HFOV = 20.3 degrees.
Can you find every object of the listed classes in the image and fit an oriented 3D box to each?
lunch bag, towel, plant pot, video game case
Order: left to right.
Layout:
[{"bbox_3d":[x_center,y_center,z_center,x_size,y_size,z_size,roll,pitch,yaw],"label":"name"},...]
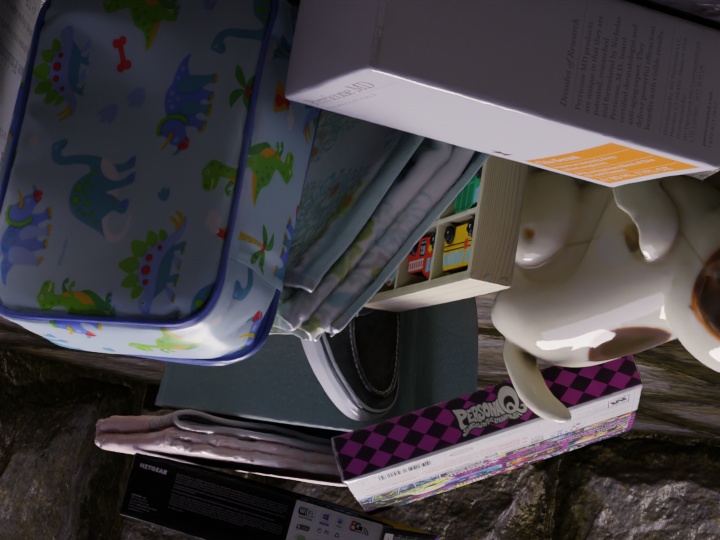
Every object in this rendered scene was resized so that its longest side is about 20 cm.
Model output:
[{"bbox_3d":[-0.109,-0.056,1.041,0.160,0.201,0.082,2,163,25],"label":"lunch bag"},{"bbox_3d":[-0.080,0.134,1.505,0.199,0.032,0.191,12,170,-21],"label":"towel"},{"bbox_3d":[-0.013,-0.043,1.122,0.048,0.200,0.171,49,157,-21],"label":"towel"},{"bbox_3d":[-0.016,0.026,1.500,0.195,0.201,0.196,6,172,19],"label":"plant pot"},{"bbox_3d":[0.086,0.109,1.335,0.199,0.036,0.181,-18,165,1],"label":"video game case"}]

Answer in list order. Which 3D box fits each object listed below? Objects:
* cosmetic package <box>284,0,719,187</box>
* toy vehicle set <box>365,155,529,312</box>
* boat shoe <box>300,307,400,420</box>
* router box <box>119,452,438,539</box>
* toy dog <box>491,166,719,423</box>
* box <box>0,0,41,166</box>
[{"bbox_3d":[0.075,-0.100,0.991,0.199,0.072,0.101,13,171,-24],"label":"cosmetic package"},{"bbox_3d":[0.051,-0.045,1.212,0.026,0.125,0.200,11,171,-16],"label":"toy vehicle set"},{"bbox_3d":[0.000,0.000,1.338,0.071,0.201,0.072,-9,-178,44],"label":"boat shoe"},{"bbox_3d":[-0.058,0.187,1.481,0.199,0.051,0.149,14,174,19],"label":"router box"},{"bbox_3d":[0.177,0.000,1.182,0.199,0.195,0.139,11,163,37],"label":"toy dog"},{"bbox_3d":[-0.286,-0.123,1.026,0.199,0.132,0.199,8,172,5],"label":"box"}]
